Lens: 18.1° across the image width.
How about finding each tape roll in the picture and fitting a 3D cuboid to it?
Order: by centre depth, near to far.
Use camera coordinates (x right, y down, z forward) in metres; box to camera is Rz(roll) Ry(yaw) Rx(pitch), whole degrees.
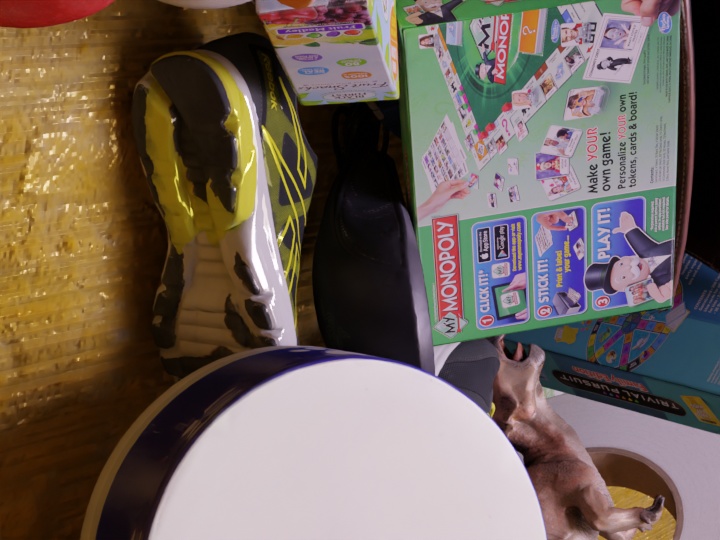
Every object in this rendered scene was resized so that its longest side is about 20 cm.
[{"bbox_3d":[0.137,0.156,1.309,0.203,0.202,0.037,-56,145,-31],"label":"tape roll"}]

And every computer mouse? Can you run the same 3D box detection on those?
[{"bbox_3d":[0.000,0.000,1.143,0.200,0.052,0.139,-103,-173,-64],"label":"computer mouse"}]

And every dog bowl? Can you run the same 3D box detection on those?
[{"bbox_3d":[-0.019,0.135,0.997,0.199,0.079,0.201,0,90,-26],"label":"dog bowl"}]

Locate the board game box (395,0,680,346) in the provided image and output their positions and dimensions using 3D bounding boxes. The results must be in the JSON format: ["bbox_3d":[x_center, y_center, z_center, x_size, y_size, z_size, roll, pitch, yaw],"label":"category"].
[{"bbox_3d":[0.088,-0.054,1.112,0.029,0.134,0.201,-103,-174,-49],"label":"board game box"}]

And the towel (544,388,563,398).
[{"bbox_3d":[0.111,0.048,1.424,0.200,0.031,0.150,-46,142,-33],"label":"towel"}]

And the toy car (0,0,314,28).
[{"bbox_3d":[-0.078,-0.169,0.842,0.184,0.199,0.178,-23,122,-55],"label":"toy car"}]

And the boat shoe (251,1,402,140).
[{"bbox_3d":[0.027,-0.125,1.124,0.200,0.072,0.073,41,55,-34],"label":"boat shoe"}]

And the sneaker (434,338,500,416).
[{"bbox_3d":[0.044,0.104,1.156,0.200,0.084,0.075,-56,170,-54],"label":"sneaker"}]

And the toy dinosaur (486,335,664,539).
[{"bbox_3d":[0.090,0.146,1.229,0.086,0.135,0.201,92,13,-56],"label":"toy dinosaur"}]

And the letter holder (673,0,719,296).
[{"bbox_3d":[0.144,-0.076,1.182,0.100,0.142,0.201,-26,130,-30],"label":"letter holder"}]

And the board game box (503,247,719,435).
[{"bbox_3d":[0.176,0.007,1.288,0.151,0.199,0.047,-57,136,-21],"label":"board game box"}]

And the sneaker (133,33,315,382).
[{"bbox_3d":[-0.049,-0.018,1.070,0.085,0.074,0.201,-39,134,-48],"label":"sneaker"}]

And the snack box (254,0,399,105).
[{"bbox_3d":[-0.017,-0.187,0.985,0.142,0.053,0.201,56,31,-77],"label":"snack box"}]
